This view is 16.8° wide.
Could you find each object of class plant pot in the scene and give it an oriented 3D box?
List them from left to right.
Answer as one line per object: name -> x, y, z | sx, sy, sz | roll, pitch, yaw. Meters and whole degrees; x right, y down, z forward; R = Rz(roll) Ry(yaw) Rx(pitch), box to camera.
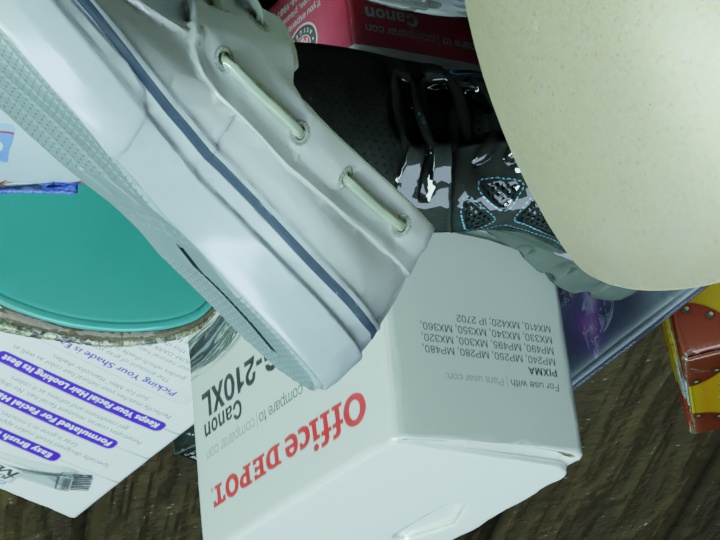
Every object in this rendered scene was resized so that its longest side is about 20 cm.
plant pot -> 0.102, -0.111, 0.665 | 0.200, 0.201, 0.135 | -28, 113, 27

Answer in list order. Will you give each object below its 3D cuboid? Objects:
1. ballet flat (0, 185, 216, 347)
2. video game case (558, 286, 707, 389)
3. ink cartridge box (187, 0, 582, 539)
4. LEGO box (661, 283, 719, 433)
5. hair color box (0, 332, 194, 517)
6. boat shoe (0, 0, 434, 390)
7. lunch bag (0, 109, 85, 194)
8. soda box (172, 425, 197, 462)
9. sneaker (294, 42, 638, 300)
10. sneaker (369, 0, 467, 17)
ballet flat -> -0.148, -0.013, 0.844 | 0.199, 0.068, 0.075 | 11, 165, -24
video game case -> 0.054, -0.014, 1.011 | 0.019, 0.143, 0.200 | -18, 162, -47
ink cartridge box -> 0.000, 0.000, 0.934 | 0.084, 0.201, 0.145 | 8, 153, -30
LEGO box -> 0.214, -0.034, 1.020 | 0.199, 0.150, 0.077 | -13, 150, 5
hair color box -> -0.115, 0.025, 1.075 | 0.109, 0.065, 0.200 | 27, 133, -29
boat shoe -> -0.049, -0.048, 0.660 | 0.067, 0.073, 0.200 | -51, 136, -11
lunch bag -> -0.141, -0.120, 0.688 | 0.169, 0.124, 0.201 | 0, 104, -14
soda box -> 0.004, 0.027, 1.126 | 0.199, 0.071, 0.063 | -25, 153, 22
sneaker -> 0.043, -0.047, 0.837 | 0.199, 0.074, 0.082 | 10, 152, -30
sneaker -> 0.075, -0.121, 0.816 | 0.199, 0.100, 0.078 | 18, 180, -6
